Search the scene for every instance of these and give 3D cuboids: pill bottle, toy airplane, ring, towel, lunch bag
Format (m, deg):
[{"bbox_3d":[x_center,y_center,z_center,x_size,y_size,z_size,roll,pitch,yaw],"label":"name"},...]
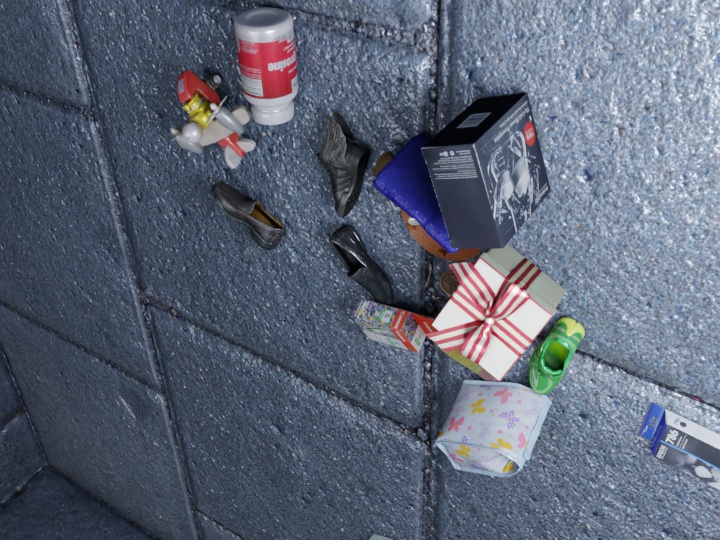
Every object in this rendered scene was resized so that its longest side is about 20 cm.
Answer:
[{"bbox_3d":[-0.177,-0.390,1.610,0.111,0.112,0.202,21,134,28],"label":"pill bottle"},{"bbox_3d":[-0.320,-0.303,1.784,0.198,0.141,0.202,31,137,18],"label":"toy airplane"},{"bbox_3d":[0.157,-0.103,1.613,0.198,0.019,0.203,23,133,26],"label":"ring"},{"bbox_3d":[0.236,0.160,1.696,0.143,0.023,0.201,34,157,9],"label":"towel"},{"bbox_3d":[0.136,-0.139,1.512,0.200,0.148,0.050,41,159,7],"label":"towel"},{"bbox_3d":[0.281,0.328,1.716,0.198,0.171,0.128,-6,134,44],"label":"lunch bag"}]

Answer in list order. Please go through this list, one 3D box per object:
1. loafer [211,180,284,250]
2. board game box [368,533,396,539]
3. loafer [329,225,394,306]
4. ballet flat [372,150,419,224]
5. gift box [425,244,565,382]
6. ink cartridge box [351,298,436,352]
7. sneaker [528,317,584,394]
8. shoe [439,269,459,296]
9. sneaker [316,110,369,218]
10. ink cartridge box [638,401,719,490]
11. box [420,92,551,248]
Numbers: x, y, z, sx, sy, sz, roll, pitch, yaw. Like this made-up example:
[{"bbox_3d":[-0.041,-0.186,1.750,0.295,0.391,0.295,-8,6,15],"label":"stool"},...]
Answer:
[{"bbox_3d":[-0.252,-0.140,1.917,0.199,0.073,0.072,41,132,-6],"label":"loafer"},{"bbox_3d":[0.081,0.874,2.392,0.102,0.105,0.202,0,122,41],"label":"board game box"},{"bbox_3d":[0.000,0.000,1.793,0.068,0.070,0.202,-21,107,49],"label":"loafer"},{"bbox_3d":[0.097,-0.133,1.565,0.200,0.072,0.068,47,-176,3],"label":"ballet flat"},{"bbox_3d":[0.235,0.067,1.509,0.199,0.186,0.186,34,114,11],"label":"gift box"},{"bbox_3d":[0.087,0.127,1.802,0.198,0.051,0.109,14,156,35],"label":"ink cartridge box"},{"bbox_3d":[0.361,0.172,1.599,0.074,0.084,0.202,31,138,18],"label":"sneaker"},{"bbox_3d":[0.245,0.063,1.646,0.199,0.070,0.053,36,-176,9],"label":"shoe"},{"bbox_3d":[-0.044,-0.210,1.679,0.103,0.060,0.202,32,132,16],"label":"sneaker"},{"bbox_3d":[0.610,0.328,1.537,0.198,0.039,0.101,26,136,25],"label":"ink cartridge box"},{"bbox_3d":[0.212,-0.164,1.374,0.103,0.200,0.184,2,124,39],"label":"box"}]
